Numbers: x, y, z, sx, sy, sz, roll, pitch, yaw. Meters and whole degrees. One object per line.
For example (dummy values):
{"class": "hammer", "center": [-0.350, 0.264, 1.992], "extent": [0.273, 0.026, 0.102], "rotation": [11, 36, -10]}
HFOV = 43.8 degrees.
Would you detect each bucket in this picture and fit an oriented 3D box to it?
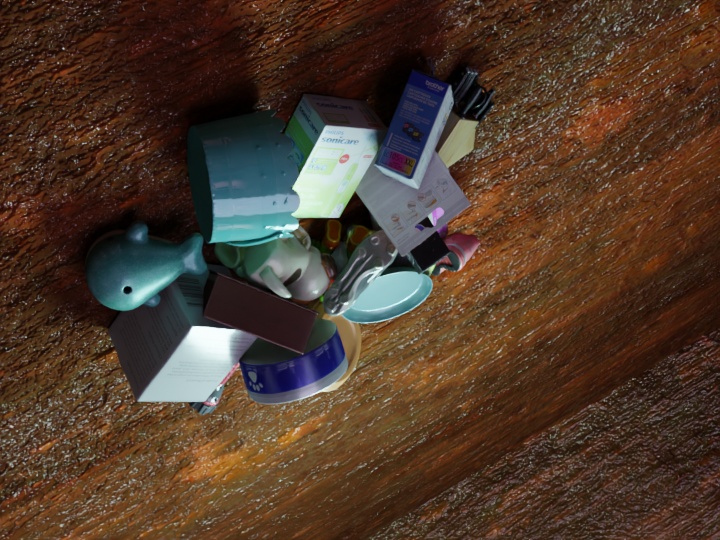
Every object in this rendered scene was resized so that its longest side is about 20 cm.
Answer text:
{"class": "bucket", "center": [-0.184, -0.140, 1.381], "extent": [0.132, 0.209, 0.209], "rotation": [-9, 143, -19]}

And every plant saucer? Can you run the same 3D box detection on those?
{"class": "plant saucer", "center": [0.050, 0.046, 1.832], "extent": [0.196, 0.028, 0.201], "rotation": [-14, 153, -7]}
{"class": "plant saucer", "center": [-0.059, 0.151, 1.857], "extent": [0.198, 0.037, 0.205], "rotation": [-4, 95, -53]}

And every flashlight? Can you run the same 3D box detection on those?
{"class": "flashlight", "center": [-0.292, 0.221, 1.907], "extent": [0.067, 0.068, 0.200], "rotation": [3, 135, -52]}

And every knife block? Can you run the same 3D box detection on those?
{"class": "knife block", "center": [0.156, -0.268, 1.633], "extent": [0.199, 0.064, 0.177], "rotation": [-36, 154, -15]}

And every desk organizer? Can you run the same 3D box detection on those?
{"class": "desk organizer", "center": [-0.179, 0.072, 1.553], "extent": [0.197, 0.071, 0.078], "rotation": [23, 84, -23]}

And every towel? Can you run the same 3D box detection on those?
{"class": "towel", "center": [0.055, -0.036, 1.800], "extent": [0.196, 0.023, 0.144], "rotation": [13, 150, -4]}

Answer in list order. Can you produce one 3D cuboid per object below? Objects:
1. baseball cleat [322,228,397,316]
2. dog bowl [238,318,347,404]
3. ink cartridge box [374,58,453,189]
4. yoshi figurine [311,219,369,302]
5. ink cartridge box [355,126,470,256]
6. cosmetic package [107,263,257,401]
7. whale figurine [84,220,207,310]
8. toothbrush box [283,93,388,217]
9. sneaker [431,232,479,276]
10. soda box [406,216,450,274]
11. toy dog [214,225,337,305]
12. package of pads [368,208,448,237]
{"class": "baseball cleat", "center": [0.000, 0.000, 1.683], "extent": [0.200, 0.070, 0.106], "rotation": [-45, 177, 3]}
{"class": "dog bowl", "center": [-0.127, 0.167, 1.678], "extent": [0.197, 0.199, 0.080], "rotation": [-22, 107, -19]}
{"class": "ink cartridge box", "center": [0.100, -0.251, 1.521], "extent": [0.136, 0.075, 0.203], "rotation": [11, 103, -82]}
{"class": "yoshi figurine", "center": [-0.043, -0.021, 1.769], "extent": [0.111, 0.113, 0.202], "rotation": [-22, 149, -31]}
{"class": "ink cartridge box", "center": [0.080, -0.153, 1.615], "extent": [0.160, 0.201, 0.050], "rotation": [-36, 179, 5]}
{"class": "cosmetic package", "center": [-0.322, 0.110, 1.624], "extent": [0.165, 0.169, 0.200], "rotation": [9, 131, -49]}
{"class": "whale figurine", "center": [-0.348, -0.002, 1.464], "extent": [0.196, 0.104, 0.162], "rotation": [-9, 122, -13]}
{"class": "toothbrush box", "center": [-0.065, -0.191, 1.531], "extent": [0.144, 0.087, 0.201], "rotation": [-3, 136, -42]}
{"class": "sneaker", "center": [0.190, -0.041, 1.918], "extent": [0.086, 0.074, 0.199], "rotation": [-37, -165, -18]}
{"class": "soda box", "center": [0.086, -0.096, 1.689], "extent": [0.070, 0.202, 0.063], "rotation": [-32, 177, -6]}
{"class": "toy dog", "center": [-0.129, -0.018, 1.619], "extent": [0.140, 0.194, 0.199], "rotation": [-52, 140, 8]}
{"class": "package of pads", "center": [0.097, -0.106, 1.822], "extent": [0.153, 0.069, 0.201], "rotation": [-30, 149, -7]}
